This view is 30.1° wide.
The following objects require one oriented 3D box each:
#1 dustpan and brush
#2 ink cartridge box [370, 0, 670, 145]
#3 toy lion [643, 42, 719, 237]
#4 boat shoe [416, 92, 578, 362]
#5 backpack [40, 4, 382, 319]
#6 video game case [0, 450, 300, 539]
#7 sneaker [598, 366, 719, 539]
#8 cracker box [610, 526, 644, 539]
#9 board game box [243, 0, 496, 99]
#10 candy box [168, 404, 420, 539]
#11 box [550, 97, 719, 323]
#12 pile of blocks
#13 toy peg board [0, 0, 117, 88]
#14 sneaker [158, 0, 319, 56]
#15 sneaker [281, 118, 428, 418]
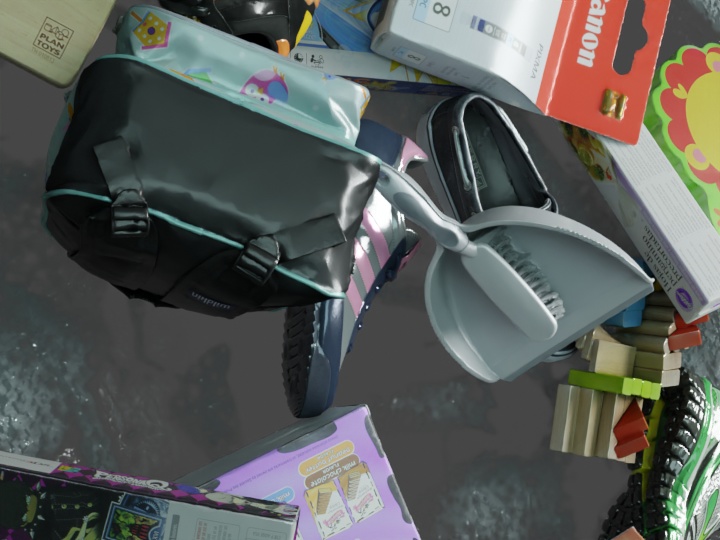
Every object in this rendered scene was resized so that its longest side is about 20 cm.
[{"bbox_3d":[0.077,-0.009,0.857,0.200,0.139,0.057,45,29,-16],"label":"dustpan and brush"},{"bbox_3d":[0.122,-0.191,0.898,0.200,0.047,0.160,18,76,-11],"label":"ink cartridge box"},{"bbox_3d":[0.283,-0.067,0.977,0.191,0.069,0.200,24,57,-15],"label":"toy lion"},{"bbox_3d":[0.107,-0.029,0.913,0.072,0.068,0.200,-26,96,-23],"label":"boat shoe"},{"bbox_3d":[-0.091,-0.051,0.766,0.175,0.200,0.154,17,72,-13],"label":"backpack"},{"bbox_3d":[-0.138,0.214,0.745,0.181,0.036,0.201,9,96,2],"label":"video game case"},{"bbox_3d":[0.228,0.173,0.939,0.085,0.078,0.200,25,76,-20],"label":"sneaker"},{"bbox_3d":[0.142,0.267,0.836,0.134,0.058,0.200,-29,133,-12],"label":"cracker box"},{"bbox_3d":[0.009,-0.191,0.908,0.200,0.034,0.136,1,84,-22],"label":"board game box"},{"bbox_3d":[-0.041,0.208,0.826,0.167,0.072,0.200,-23,93,-23],"label":"candy box"},{"bbox_3d":[0.194,-0.059,0.932,0.041,0.039,0.200,-24,72,-21],"label":"box"},{"bbox_3d":[0.199,0.046,0.929,0.082,0.062,0.200,43,64,-38],"label":"pile of blocks"},{"bbox_3d":[-0.221,-0.240,0.795,0.200,0.098,0.199,28,86,-18],"label":"toy peg board"},{"bbox_3d":[-0.091,-0.174,0.770,0.200,0.070,0.090,26,85,-55],"label":"sneaker"},{"bbox_3d":[0.000,0.000,0.866,0.082,0.070,0.201,12,82,-19],"label":"sneaker"}]
